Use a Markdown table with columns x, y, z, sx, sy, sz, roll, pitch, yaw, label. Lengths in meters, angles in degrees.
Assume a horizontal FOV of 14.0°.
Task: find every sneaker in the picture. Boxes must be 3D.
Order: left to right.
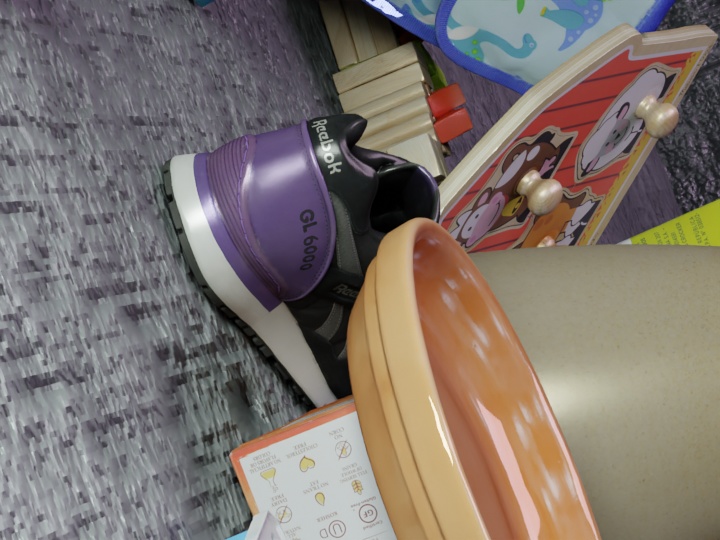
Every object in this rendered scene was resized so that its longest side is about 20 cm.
| x | y | z | sx | sy | sz | roll | pitch | yaw | label |
| --- | --- | --- | --- | --- | --- | --- | --- | --- | --- |
| 0.000 | 0.000 | 1.164 | 0.200 | 0.087 | 0.076 | 46 | 25 | -64 | sneaker |

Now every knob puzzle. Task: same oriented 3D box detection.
| x | y | z | sx | sy | sz | roll | pitch | yaw | label |
| --- | --- | --- | --- | --- | --- | --- | --- | --- | --- |
| 0.095 | -0.035 | 1.477 | 0.030 | 0.220 | 0.220 | 42 | 1 | 22 | knob puzzle |

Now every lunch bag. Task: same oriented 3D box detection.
| x | y | z | sx | sy | sz | roll | pitch | yaw | label |
| --- | --- | --- | --- | --- | --- | --- | --- | --- | --- |
| 0.078 | -0.193 | 1.483 | 0.200 | 0.170 | 0.127 | 34 | 19 | 4 | lunch bag |

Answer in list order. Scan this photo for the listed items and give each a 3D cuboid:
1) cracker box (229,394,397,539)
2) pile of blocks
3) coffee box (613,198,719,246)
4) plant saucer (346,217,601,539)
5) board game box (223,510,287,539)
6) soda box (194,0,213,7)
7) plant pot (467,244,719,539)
| x | y | z | sx | sy | sz | roll | pitch | yaw | label |
| --- | --- | --- | --- | --- | --- | --- | --- | --- | --- |
| 0.026 | 0.143 | 1.098 | 0.134 | 0.057 | 0.201 | -17 | 87 | -78 | cracker box |
| 0.029 | -0.077 | 1.516 | 0.200 | 0.062 | 0.082 | -98 | 163 | -48 | pile of blocks |
| 0.203 | 0.103 | 1.655 | 0.200 | 0.197 | 0.201 | 49 | 20 | -57 | coffee box |
| 0.044 | 0.079 | 1.066 | 0.200 | 0.037 | 0.201 | -90 | 154 | -58 | plant saucer |
| -0.011 | 0.197 | 0.901 | 0.200 | 0.026 | 0.201 | -69 | 137 | -74 | board game box |
| -0.079 | -0.222 | 1.268 | 0.068 | 0.064 | 0.201 | 37 | 33 | -69 | soda box |
| 0.132 | 0.062 | 1.320 | 0.187 | 0.199 | 0.188 | -15 | 90 | -85 | plant pot |
